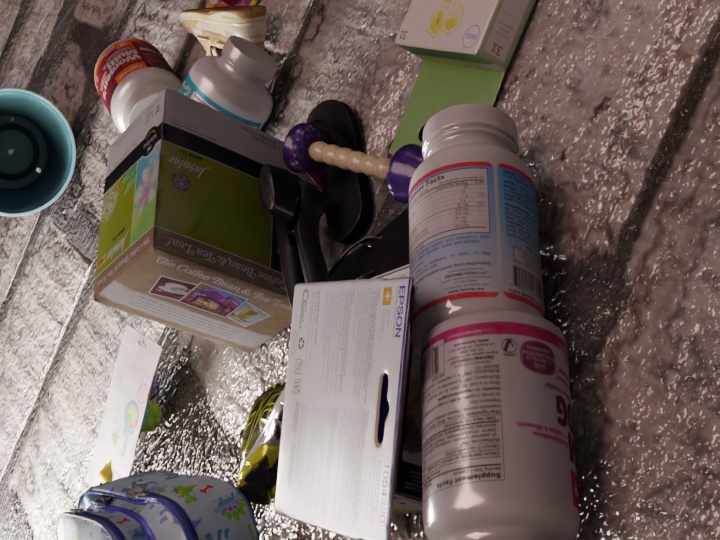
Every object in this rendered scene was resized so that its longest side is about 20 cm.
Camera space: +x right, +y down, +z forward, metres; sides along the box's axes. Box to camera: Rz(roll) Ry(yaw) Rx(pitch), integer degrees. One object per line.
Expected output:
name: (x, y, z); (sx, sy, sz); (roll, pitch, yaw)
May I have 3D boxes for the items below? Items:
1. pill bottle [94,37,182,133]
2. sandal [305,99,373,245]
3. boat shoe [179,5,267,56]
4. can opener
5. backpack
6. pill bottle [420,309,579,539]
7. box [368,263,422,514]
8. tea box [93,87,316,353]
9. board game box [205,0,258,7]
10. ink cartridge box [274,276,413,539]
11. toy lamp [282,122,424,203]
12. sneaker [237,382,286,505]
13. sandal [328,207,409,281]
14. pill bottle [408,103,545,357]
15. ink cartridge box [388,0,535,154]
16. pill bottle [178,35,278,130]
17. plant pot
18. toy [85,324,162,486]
pill bottle: (-0.300, -0.241, 1.713); (0.110, 0.109, 0.200); (-59, 33, 15)
sandal: (-0.032, -0.116, 1.295); (0.075, 0.047, 0.202); (-49, 38, 30)
boat shoe: (-0.181, -0.308, 1.608); (0.199, 0.073, 0.070); (21, 119, 59)
can opener: (-0.062, -0.019, 1.215); (0.064, 0.078, 0.202); (-55, 35, 38)
backpack: (-0.194, 0.295, 1.195); (0.198, 0.146, 0.186); (-9, 92, 44)
pill bottle: (0.100, 0.142, 0.892); (0.113, 0.112, 0.203); (-31, 49, 44)
box: (0.027, 0.106, 1.071); (0.116, 0.060, 0.203); (-22, 55, 50)
tea box: (-0.160, -0.048, 1.309); (0.133, 0.198, 0.199); (-34, 45, 42)
board game box: (-0.177, -0.421, 1.693); (0.160, 0.039, 0.200); (-64, 32, 8)
ink cartridge box: (-0.004, 0.108, 0.984); (0.199, 0.043, 0.200); (-4, 79, 60)
toy lamp: (0.006, -0.103, 1.194); (0.198, 0.058, 0.059); (17, 86, 41)
sneaker: (-0.068, 0.131, 1.187); (0.201, 0.074, 0.085); (-54, 35, 23)
sandal: (0.000, -0.001, 1.187); (0.200, 0.042, 0.077); (-44, 40, 35)
pill bottle: (0.092, -0.029, 1.005); (0.108, 0.108, 0.203); (-31, 48, 44)
ink cartridge box: (0.085, -0.203, 1.172); (0.145, 0.048, 0.202); (24, 90, 57)
pill bottle: (-0.178, -0.180, 1.495); (0.201, 0.110, 0.111); (-56, 34, 19)
plant pot: (-0.578, -0.195, 2.047); (0.203, 0.198, 0.188); (-70, 17, -1)
toy: (-0.273, 0.179, 1.496); (0.115, 0.047, 0.203); (21, 94, 55)
